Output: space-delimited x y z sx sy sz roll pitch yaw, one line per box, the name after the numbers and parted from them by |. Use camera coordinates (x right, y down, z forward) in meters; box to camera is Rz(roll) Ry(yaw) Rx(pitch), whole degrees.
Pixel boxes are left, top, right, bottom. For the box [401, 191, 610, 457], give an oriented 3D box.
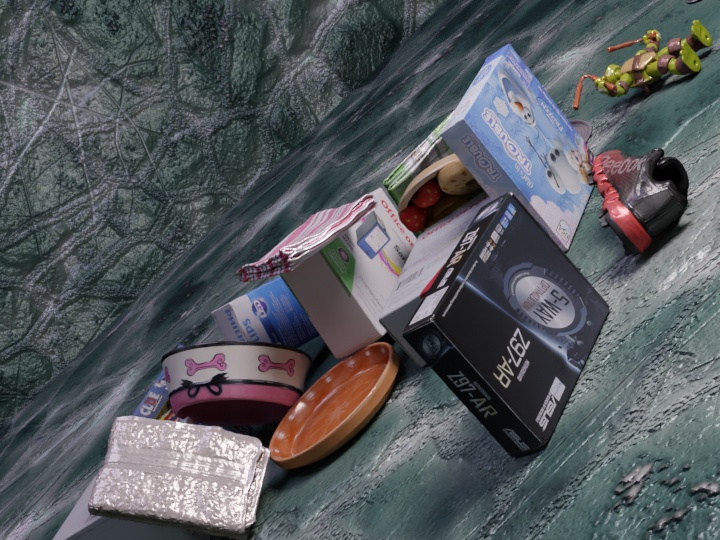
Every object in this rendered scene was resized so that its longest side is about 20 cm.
0.140 0.047 1.158 0.043 0.160 0.200 -29 18 45 | box

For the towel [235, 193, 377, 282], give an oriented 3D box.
-0.073 -0.042 1.567 0.146 0.030 0.200 -37 10 -22 | towel

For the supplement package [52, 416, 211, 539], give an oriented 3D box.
-0.276 0.311 1.598 0.200 0.111 0.156 -34 16 30 | supplement package

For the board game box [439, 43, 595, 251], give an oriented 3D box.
0.198 -0.144 1.490 0.043 0.200 0.199 -29 19 39 | board game box

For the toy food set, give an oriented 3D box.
0.145 -0.098 1.608 0.198 0.049 0.200 8 -36 -46 | toy food set

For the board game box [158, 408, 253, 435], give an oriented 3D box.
-0.234 0.235 1.816 0.200 0.062 0.200 -35 15 22 | board game box

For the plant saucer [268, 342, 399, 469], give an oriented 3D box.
-0.028 0.168 1.520 0.200 0.032 0.200 -39 13 11 | plant saucer

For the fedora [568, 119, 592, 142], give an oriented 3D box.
0.221 -0.179 1.762 0.177 0.090 0.200 -50 16 -30 | fedora

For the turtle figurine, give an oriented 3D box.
0.379 -0.268 1.657 0.161 0.065 0.200 -13 22 48 | turtle figurine

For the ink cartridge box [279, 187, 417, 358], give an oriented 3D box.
0.000 0.000 1.652 0.087 0.146 0.200 -29 9 34 | ink cartridge box

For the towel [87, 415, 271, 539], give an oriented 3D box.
-0.212 0.243 1.470 0.035 0.199 0.133 93 -175 -49 | towel

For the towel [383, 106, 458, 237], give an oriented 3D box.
0.135 -0.149 1.841 0.200 0.149 0.031 -46 45 -8 | towel

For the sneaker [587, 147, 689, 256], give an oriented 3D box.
0.299 -0.090 1.324 0.098 0.071 0.201 -38 16 18 | sneaker

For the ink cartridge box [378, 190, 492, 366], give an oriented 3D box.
0.123 0.002 1.499 0.146 0.083 0.200 -33 16 33 | ink cartridge box

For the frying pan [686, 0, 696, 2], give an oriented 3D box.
0.546 -0.450 1.835 0.115 0.031 0.190 -48 12 -18 | frying pan

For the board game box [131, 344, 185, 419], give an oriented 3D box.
-0.327 0.229 2.012 0.200 0.034 0.136 -63 -6 -56 | board game box

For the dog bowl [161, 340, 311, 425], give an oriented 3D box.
-0.163 0.153 1.641 0.200 0.200 0.074 -25 60 50 | dog bowl

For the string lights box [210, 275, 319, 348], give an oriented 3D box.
-0.104 0.060 1.782 0.200 0.103 0.059 -28 2 -39 | string lights box
